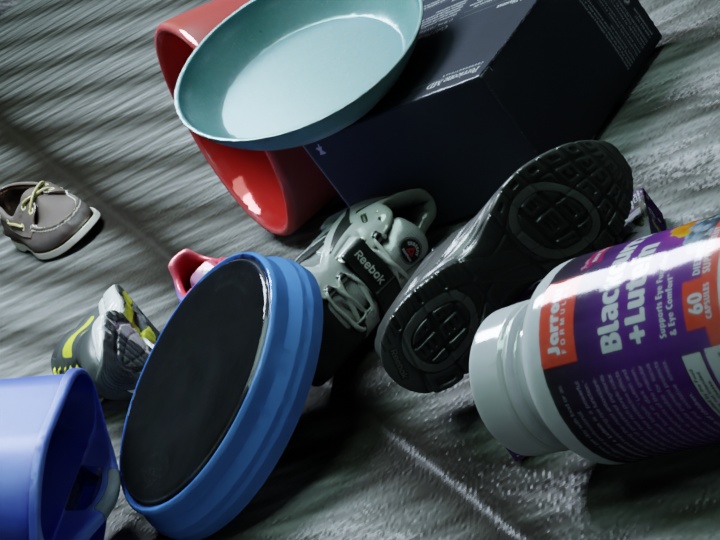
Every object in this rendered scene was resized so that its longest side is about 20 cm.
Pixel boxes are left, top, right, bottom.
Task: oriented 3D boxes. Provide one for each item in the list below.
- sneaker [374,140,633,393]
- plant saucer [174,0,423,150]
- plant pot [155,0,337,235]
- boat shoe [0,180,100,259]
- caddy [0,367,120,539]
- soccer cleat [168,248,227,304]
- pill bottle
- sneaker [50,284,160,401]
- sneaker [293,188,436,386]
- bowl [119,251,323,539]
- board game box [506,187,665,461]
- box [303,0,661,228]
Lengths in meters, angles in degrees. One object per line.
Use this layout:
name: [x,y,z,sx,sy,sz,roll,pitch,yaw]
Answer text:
sneaker: [0.081,-0.010,1.442,0.200,0.076,0.091,-39,11,-8]
plant saucer: [-0.040,-0.149,1.728,0.198,0.036,0.201,-18,37,14]
plant pot: [-0.041,-0.155,1.905,0.177,0.202,0.200,-32,17,-15]
boat shoe: [-0.323,-0.057,2.383,0.072,0.060,0.200,-43,19,-16]
caddy: [-0.211,0.151,1.562,0.104,0.143,0.200,-3,27,8]
soccer cleat: [-0.091,0.027,1.740,0.068,0.073,0.200,-41,19,-12]
pill bottle: [0.153,0.038,1.208,0.199,0.112,0.112,-19,26,45]
sneaker: [-0.202,0.077,1.853,0.085,0.075,0.200,-42,9,5]
sneaker: [0.000,0.000,1.636,0.088,0.074,0.200,-28,21,32]
bowl: [-0.097,0.079,1.563,0.201,0.039,0.202,-44,31,35]
board game box: [0.133,0.028,1.405,0.120,0.032,0.200,-37,18,17]
box: [0.089,-0.132,1.734,0.199,0.104,0.182,-17,28,48]
